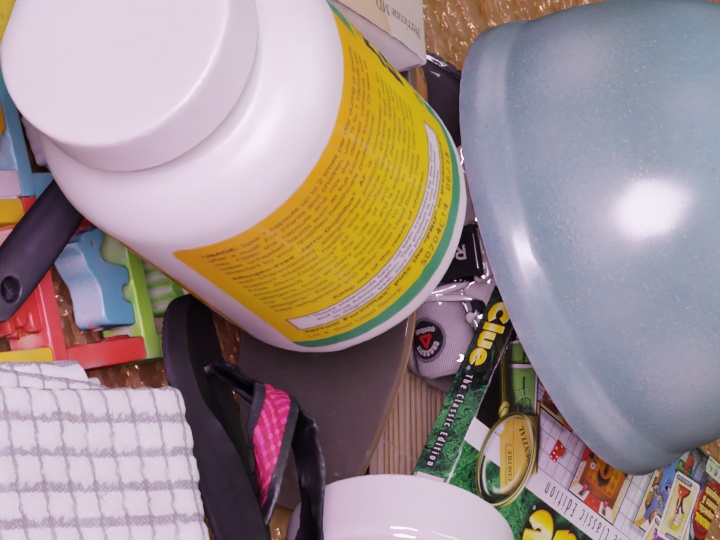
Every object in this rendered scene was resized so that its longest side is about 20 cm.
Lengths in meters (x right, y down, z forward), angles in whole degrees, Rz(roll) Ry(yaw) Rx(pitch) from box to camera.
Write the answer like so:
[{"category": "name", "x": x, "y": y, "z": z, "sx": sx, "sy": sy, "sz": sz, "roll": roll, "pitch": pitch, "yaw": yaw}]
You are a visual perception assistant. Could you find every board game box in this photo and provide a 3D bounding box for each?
[{"category": "board game box", "x": 0.092, "y": 0.095, "z": 1.213, "sx": 0.200, "sy": 0.023, "sz": 0.105, "roll": 38, "pitch": 73, "yaw": -48}]

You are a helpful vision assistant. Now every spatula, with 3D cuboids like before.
[{"category": "spatula", "x": -0.099, "y": -0.047, "z": 1.045, "sx": 0.057, "sy": 0.020, "sz": 0.200, "roll": 61, "pitch": 32, "yaw": -27}]

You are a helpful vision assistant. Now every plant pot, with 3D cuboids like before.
[{"category": "plant pot", "x": 0.146, "y": -0.031, "z": 1.173, "sx": 0.200, "sy": 0.134, "sz": 0.201, "roll": 46, "pitch": 33, "yaw": -42}]

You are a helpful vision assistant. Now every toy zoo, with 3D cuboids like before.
[{"category": "toy zoo", "x": -0.127, "y": -0.025, "z": 1.029, "sx": 0.200, "sy": 0.020, "sz": 0.132, "roll": -6, "pitch": 83, "yaw": -61}]

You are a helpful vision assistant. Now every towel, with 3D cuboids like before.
[{"category": "towel", "x": -0.134, "y": 0.116, "z": 0.912, "sx": 0.199, "sy": 0.085, "sz": 0.167, "roll": 1, "pitch": 72, "yaw": -51}]

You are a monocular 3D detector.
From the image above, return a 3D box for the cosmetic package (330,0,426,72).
[{"category": "cosmetic package", "x": -0.031, "y": -0.178, "z": 1.098, "sx": 0.105, "sy": 0.071, "sz": 0.201, "roll": 25, "pitch": 56, "yaw": -56}]

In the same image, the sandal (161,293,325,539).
[{"category": "sandal", "x": -0.031, "y": 0.081, "z": 1.018, "sx": 0.200, "sy": 0.045, "sz": 0.075, "roll": -111, "pitch": 176, "yaw": -49}]

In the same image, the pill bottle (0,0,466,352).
[{"category": "pill bottle", "x": -0.045, "y": -0.050, "z": 0.990, "sx": 0.200, "sy": 0.112, "sz": 0.113, "roll": 39, "pitch": 39, "yaw": -62}]

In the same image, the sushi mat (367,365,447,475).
[{"category": "sushi mat", "x": 0.036, "y": 0.054, "z": 1.239, "sx": 0.095, "sy": 0.012, "sz": 0.201, "roll": 31, "pitch": 48, "yaw": -39}]

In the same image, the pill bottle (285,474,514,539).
[{"category": "pill bottle", "x": 0.007, "y": 0.183, "z": 1.032, "sx": 0.119, "sy": 0.119, "sz": 0.201, "roll": 37, "pitch": 44, "yaw": -34}]

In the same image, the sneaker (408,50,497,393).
[{"category": "sneaker", "x": 0.044, "y": -0.001, "z": 1.204, "sx": 0.201, "sy": 0.074, "sz": 0.089, "roll": 58, "pitch": 40, "yaw": -17}]

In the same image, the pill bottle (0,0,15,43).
[{"category": "pill bottle", "x": -0.164, "y": -0.097, "z": 0.891, "sx": 0.112, "sy": 0.112, "sz": 0.201, "roll": 30, "pitch": 72, "yaw": -40}]

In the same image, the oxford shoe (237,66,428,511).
[{"category": "oxford shoe", "x": 0.000, "y": 0.000, "z": 1.144, "sx": 0.071, "sy": 0.071, "sz": 0.201, "roll": 24, "pitch": 76, "yaw": -70}]
